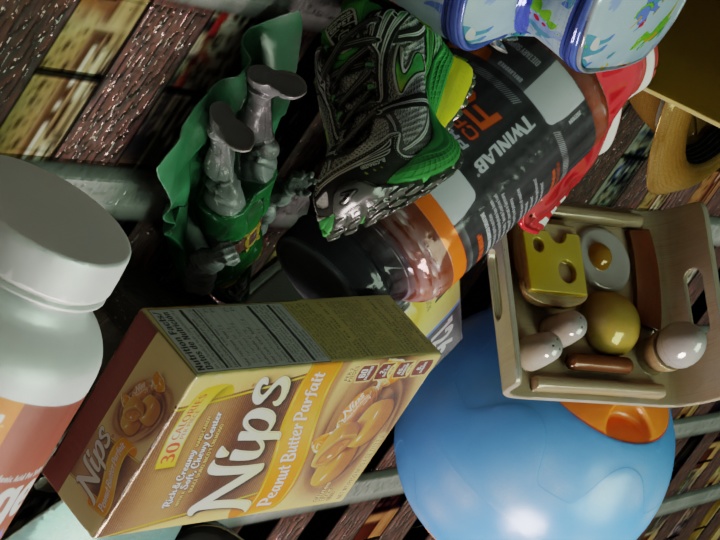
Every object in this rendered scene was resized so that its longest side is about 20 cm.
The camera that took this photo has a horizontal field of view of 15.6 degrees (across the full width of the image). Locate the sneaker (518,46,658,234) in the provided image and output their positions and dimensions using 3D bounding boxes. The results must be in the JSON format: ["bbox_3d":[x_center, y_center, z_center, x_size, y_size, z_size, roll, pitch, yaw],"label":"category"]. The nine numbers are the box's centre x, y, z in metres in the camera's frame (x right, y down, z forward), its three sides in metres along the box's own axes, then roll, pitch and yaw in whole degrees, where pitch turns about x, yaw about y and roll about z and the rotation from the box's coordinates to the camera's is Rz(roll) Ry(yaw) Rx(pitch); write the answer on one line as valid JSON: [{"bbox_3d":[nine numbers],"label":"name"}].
[{"bbox_3d":[0.125,-0.088,1.655,0.116,0.078,0.200,-59,165,-25],"label":"sneaker"}]

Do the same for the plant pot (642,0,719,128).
[{"bbox_3d":[0.259,-0.209,1.623,0.177,0.200,0.200,-57,165,-24],"label":"plant pot"}]

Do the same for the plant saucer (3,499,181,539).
[{"bbox_3d":[-0.161,0.167,1.476,0.201,0.039,0.201,-34,170,-7],"label":"plant saucer"}]

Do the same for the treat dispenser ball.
[{"bbox_3d":[0.124,0.122,1.883,0.201,0.201,0.201,-44,160,-20],"label":"treat dispenser ball"}]

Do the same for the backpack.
[{"bbox_3d":[0.098,-0.192,1.323,0.200,0.147,0.183,-17,139,-54],"label":"backpack"}]

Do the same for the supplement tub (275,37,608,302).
[{"bbox_3d":[0.044,-0.055,1.514,0.200,0.107,0.107,-44,160,-21],"label":"supplement tub"}]

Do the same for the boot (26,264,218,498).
[{"bbox_3d":[-0.129,0.069,1.433,0.131,0.068,0.200,-46,157,7],"label":"boot"}]

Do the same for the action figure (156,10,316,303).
[{"bbox_3d":[-0.065,-0.037,1.384,0.118,0.055,0.200,-46,165,-25],"label":"action figure"}]

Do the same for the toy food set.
[{"bbox_3d":[0.167,0.014,1.783,0.200,0.144,0.060,6,160,-39],"label":"toy food set"}]

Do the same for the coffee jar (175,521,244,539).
[{"bbox_3d":[-0.101,0.207,1.610,0.104,0.085,0.200,-49,-179,-5],"label":"coffee jar"}]

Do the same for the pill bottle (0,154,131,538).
[{"bbox_3d":[-0.185,0.053,1.172,0.200,0.112,0.112,-58,160,19],"label":"pill bottle"}]

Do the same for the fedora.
[{"bbox_3d":[0.233,-0.147,1.821,0.201,0.082,0.201,-42,155,-25],"label":"fedora"}]

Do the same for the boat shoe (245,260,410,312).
[{"bbox_3d":[0.000,0.000,1.578,0.200,0.076,0.060,-32,156,-16],"label":"boat shoe"}]

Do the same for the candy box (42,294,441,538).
[{"bbox_3d":[-0.060,0.074,1.395,0.200,0.055,0.116,-4,133,-51],"label":"candy box"}]

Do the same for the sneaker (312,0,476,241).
[{"bbox_3d":[0.002,-0.083,1.332,0.078,0.085,0.200,-28,-158,19],"label":"sneaker"}]

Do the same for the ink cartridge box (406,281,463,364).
[{"bbox_3d":[0.024,0.026,1.718,0.200,0.047,0.198,-43,159,-15],"label":"ink cartridge box"}]
